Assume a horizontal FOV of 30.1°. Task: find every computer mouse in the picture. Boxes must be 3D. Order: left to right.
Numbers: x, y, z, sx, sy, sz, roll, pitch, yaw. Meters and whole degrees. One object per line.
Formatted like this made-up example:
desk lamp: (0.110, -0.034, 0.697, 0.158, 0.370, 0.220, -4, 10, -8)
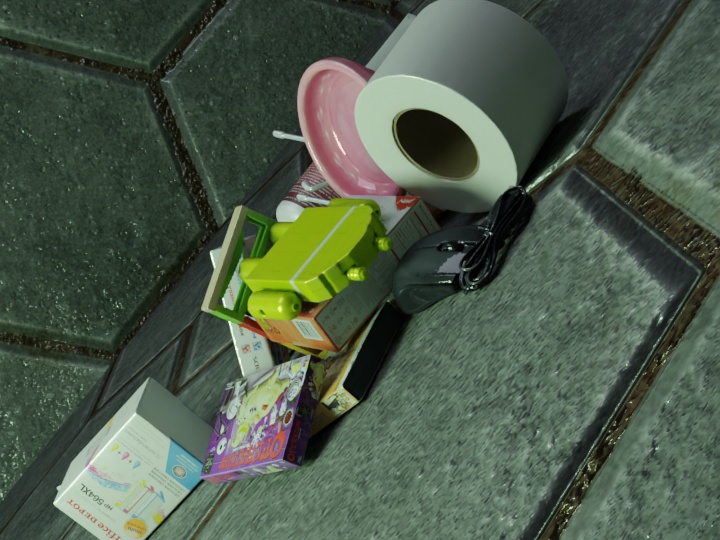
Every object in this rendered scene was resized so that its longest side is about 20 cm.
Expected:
computer mouse: (0.089, -0.017, 1.411, 0.200, 0.053, 0.139, -33, 21, 55)

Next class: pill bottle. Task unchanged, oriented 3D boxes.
pill bottle: (-0.058, -0.101, 2.095, 0.200, 0.113, 0.113, -52, 12, -16)

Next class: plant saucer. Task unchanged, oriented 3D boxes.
plant saucer: (0.002, -0.172, 1.651, 0.051, 0.201, 0.200, -29, 0, -30)

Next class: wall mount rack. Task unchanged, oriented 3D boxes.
wall mount rack: (-0.055, -0.118, 1.878, 0.074, 0.200, 0.174, -21, 37, -3)

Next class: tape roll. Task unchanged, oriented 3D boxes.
tape roll: (0.112, -0.183, 1.486, 0.139, 0.203, 0.203, -56, 13, -30)

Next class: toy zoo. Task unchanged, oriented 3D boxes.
toy zoo: (-0.079, 0.022, 1.577, 0.020, 0.200, 0.132, -10, 58, 59)

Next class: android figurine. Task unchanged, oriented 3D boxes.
android figurine: (-0.047, -0.017, 1.470, 0.200, 0.041, 0.182, 1, 45, 48)

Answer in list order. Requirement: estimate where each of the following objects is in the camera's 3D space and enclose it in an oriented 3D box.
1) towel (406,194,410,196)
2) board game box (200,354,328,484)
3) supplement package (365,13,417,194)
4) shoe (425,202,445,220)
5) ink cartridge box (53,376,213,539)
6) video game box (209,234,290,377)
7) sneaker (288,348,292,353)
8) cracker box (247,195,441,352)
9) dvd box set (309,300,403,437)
towel: (0.094, -0.148, 1.897, 0.146, 0.030, 0.200, -35, 21, 54)
board game box: (-0.108, 0.166, 1.468, 0.200, 0.032, 0.120, -23, 51, 55)
supplement package: (0.081, -0.215, 1.772, 0.155, 0.111, 0.200, 27, 73, 37)
shoe: (0.116, -0.138, 1.693, 0.200, 0.053, 0.070, -54, 11, -9)
ink cartridge box: (-0.303, 0.271, 1.781, 0.200, 0.128, 0.125, -48, 11, 12)
video game box: (-0.133, 0.052, 1.664, 0.047, 0.183, 0.200, -17, 3, 2)
sneaker: (-0.093, 0.066, 1.860, 0.200, 0.077, 0.089, -59, -23, -8)
cracker box: (-0.018, -0.001, 1.521, 0.134, 0.058, 0.200, 4, 46, 52)
dvd box set: (-0.042, 0.131, 1.488, 0.200, 0.029, 0.147, -40, 15, 43)
